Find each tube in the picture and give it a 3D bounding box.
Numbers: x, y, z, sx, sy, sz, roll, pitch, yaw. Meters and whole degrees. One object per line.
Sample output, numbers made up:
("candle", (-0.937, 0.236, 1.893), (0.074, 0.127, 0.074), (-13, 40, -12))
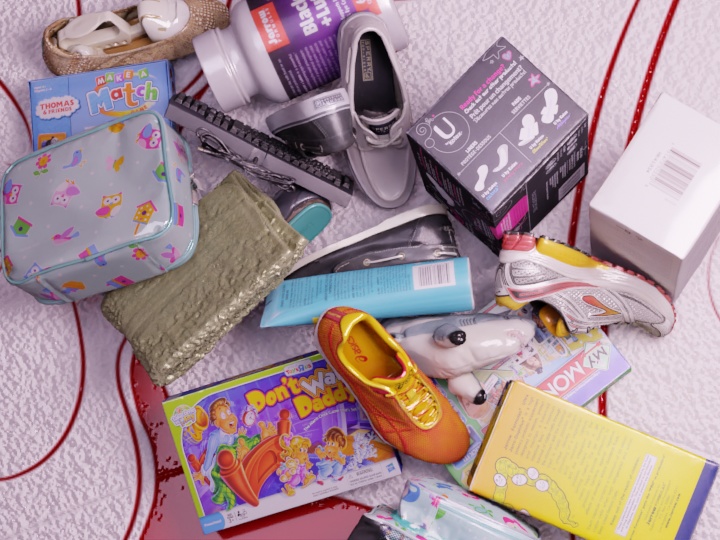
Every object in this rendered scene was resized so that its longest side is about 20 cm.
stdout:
("tube", (0.006, 0.022, 1.608), (0.199, 0.077, 0.051), (-6, 114, 5))

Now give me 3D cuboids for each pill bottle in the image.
("pill bottle", (-0.062, -0.235, 1.704), (0.200, 0.111, 0.112), (-24, 76, 2))

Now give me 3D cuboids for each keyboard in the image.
("keyboard", (-0.098, -0.116, 1.654), (0.200, 0.127, 0.021), (26, 111, -7))

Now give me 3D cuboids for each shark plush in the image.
("shark plush", (0.069, 0.066, 1.637), (0.200, 0.091, 0.083), (0, 41, 44))

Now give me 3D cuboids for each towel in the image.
("towel", (-0.151, 0.007, 1.637), (0.200, 0.036, 0.148), (-44, 48, 2))

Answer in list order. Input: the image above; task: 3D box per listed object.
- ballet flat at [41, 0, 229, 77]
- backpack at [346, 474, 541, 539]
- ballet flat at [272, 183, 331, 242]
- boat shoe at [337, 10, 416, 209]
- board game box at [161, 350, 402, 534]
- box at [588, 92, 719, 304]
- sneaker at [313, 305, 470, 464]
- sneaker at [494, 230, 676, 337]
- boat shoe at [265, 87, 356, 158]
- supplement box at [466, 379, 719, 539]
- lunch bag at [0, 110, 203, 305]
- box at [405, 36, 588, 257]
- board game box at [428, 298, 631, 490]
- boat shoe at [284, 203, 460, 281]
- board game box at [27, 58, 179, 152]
("ballet flat", (-0.235, -0.246, 1.754), (0.199, 0.065, 0.071), (-17, 65, 3))
("backpack", (0.088, 0.277, 1.539), (0.200, 0.178, 0.151), (32, 90, 9))
("ballet flat", (-0.112, -0.012, 1.692), (0.200, 0.073, 0.073), (-45, 76, 3))
("boat shoe", (0.019, -0.149, 1.652), (0.072, 0.066, 0.201), (-6, 111, -5))
("board game box", (-0.074, 0.158, 1.636), (0.199, 0.045, 0.135), (-18, 93, 4))
("box", (0.283, -0.062, 1.571), (0.097, 0.200, 0.125), (32, 83, 14))
("sneaker", (0.033, 0.114, 1.568), (0.200, 0.077, 0.073), (45, 77, -23))
("sneaker", (0.207, 0.027, 1.599), (0.200, 0.078, 0.082), (20, 87, -23))
("boat shoe", (-0.047, -0.136, 1.645), (0.068, 0.200, 0.057), (-20, 94, -9))
("supplement box", (0.208, 0.186, 1.557), (0.200, 0.109, 0.110), (23, 87, 4))
("lunch bag", (-0.250, -0.064, 1.654), (0.199, 0.077, 0.161), (-18, 59, 16))
("box", (0.133, -0.112, 1.604), (0.115, 0.200, 0.132), (44, 86, 13))
("board game box", (0.142, 0.104, 1.645), (0.200, 0.029, 0.135), (-38, 75, -1))
("boat shoe", (0.000, 0.000, 1.660), (0.199, 0.072, 0.068), (-21, 81, 10))
("board game box", (-0.258, -0.107, 1.743), (0.151, 0.037, 0.201), (-7, 78, 8))
